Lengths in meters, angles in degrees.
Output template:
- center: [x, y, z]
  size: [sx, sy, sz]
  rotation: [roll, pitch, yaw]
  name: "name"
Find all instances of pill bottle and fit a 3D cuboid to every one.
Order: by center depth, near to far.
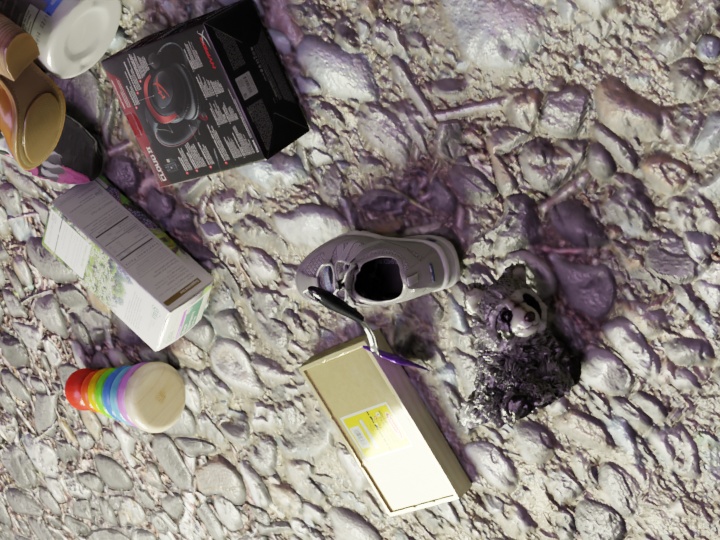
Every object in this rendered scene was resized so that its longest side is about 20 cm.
- center: [-0.360, -0.302, 1.685]
  size: [0.199, 0.114, 0.114]
  rotation: [36, 137, 18]
  name: "pill bottle"

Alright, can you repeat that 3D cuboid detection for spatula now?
- center: [0.002, 0.059, 1.588]
  size: [0.056, 0.021, 0.200]
  rotation: [22, 165, 40]
  name: "spatula"

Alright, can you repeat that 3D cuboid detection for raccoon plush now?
- center: [0.119, 0.079, 1.531]
  size: [0.199, 0.096, 0.135]
  rotation: [-29, 89, 49]
  name: "raccoon plush"

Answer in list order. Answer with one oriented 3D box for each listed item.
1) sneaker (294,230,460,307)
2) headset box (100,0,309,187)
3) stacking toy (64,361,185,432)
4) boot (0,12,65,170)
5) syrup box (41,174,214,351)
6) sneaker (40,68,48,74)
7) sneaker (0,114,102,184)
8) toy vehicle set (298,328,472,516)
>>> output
- center: [0.000, 0.000, 1.578]
  size: [0.199, 0.082, 0.076]
  rotation: [-10, 96, 42]
  name: "sneaker"
- center: [-0.167, -0.177, 1.622]
  size: [0.199, 0.075, 0.150]
  rotation: [-11, 110, 46]
  name: "headset box"
- center: [-0.305, 0.151, 1.992]
  size: [0.199, 0.085, 0.086]
  rotation: [2, 120, 50]
  name: "stacking toy"
- center: [-0.394, -0.206, 1.656]
  size: [0.154, 0.077, 0.201]
  rotation: [31, 154, 25]
  name: "boot"
- center: [-0.269, -0.010, 1.830]
  size: [0.200, 0.081, 0.079]
  rotation: [41, 140, 13]
  name: "syrup box"
- center: [-0.403, -0.227, 1.785]
  size: [0.198, 0.104, 0.061]
  rotation: [-3, 117, 44]
  name: "sneaker"
- center: [-0.385, -0.160, 1.848]
  size: [0.198, 0.086, 0.081]
  rotation: [24, 95, 8]
  name: "sneaker"
- center: [0.026, 0.169, 1.724]
  size: [0.124, 0.026, 0.201]
  rotation: [-23, 101, 48]
  name: "toy vehicle set"
